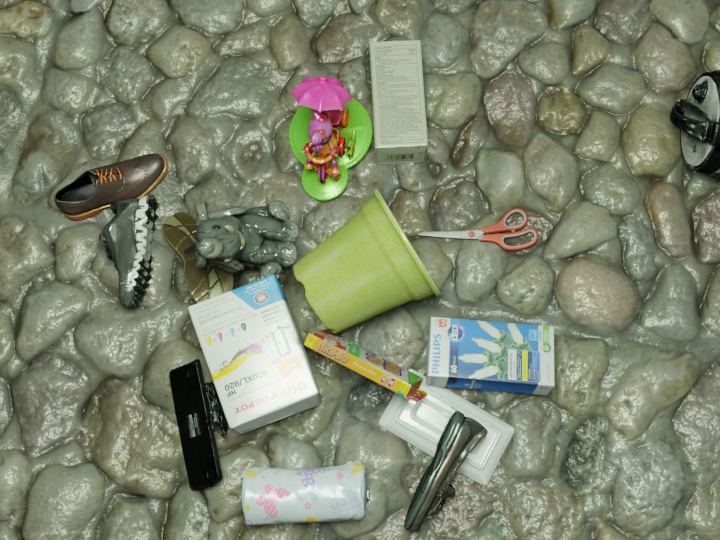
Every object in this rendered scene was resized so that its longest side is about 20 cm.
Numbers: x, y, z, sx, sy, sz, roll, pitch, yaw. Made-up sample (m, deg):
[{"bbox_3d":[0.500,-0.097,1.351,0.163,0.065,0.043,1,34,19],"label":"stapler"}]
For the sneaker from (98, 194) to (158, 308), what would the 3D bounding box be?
[{"bbox_3d":[-0.397,-0.033,1.402,0.090,0.066,0.200,1,72,4],"label":"sneaker"}]

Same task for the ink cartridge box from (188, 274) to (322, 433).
[{"bbox_3d":[-0.161,0.137,1.313,0.147,0.145,0.200,-21,77,-5],"label":"ink cartridge box"}]

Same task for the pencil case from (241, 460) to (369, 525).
[{"bbox_3d":[-0.086,0.345,1.293,0.200,0.083,0.091,-4,72,0],"label":"pencil case"}]

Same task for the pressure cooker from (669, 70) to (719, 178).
[{"bbox_3d":[0.622,-0.246,1.388,0.200,0.176,0.179,3,72,-2],"label":"pressure cooker"}]

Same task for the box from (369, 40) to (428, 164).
[{"bbox_3d":[0.065,-0.294,1.454,0.095,0.078,0.200,-2,76,1],"label":"box"}]

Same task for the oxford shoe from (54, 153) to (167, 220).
[{"bbox_3d":[-0.425,-0.149,1.425,0.200,0.073,0.071,-29,77,-7],"label":"oxford shoe"}]

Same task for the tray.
[{"bbox_3d":[0.140,0.251,1.346,0.200,0.022,0.108,29,77,7],"label":"tray"}]

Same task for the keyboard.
[{"bbox_3d":[-0.249,0.245,1.338,0.104,0.040,0.200,-22,75,35],"label":"keyboard"}]

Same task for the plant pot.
[{"bbox_3d":[0.000,0.000,1.337,0.184,0.200,0.201,-31,77,4],"label":"plant pot"}]

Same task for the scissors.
[{"bbox_3d":[0.203,-0.056,1.426,0.200,0.014,0.073,-13,78,-4],"label":"scissors"}]

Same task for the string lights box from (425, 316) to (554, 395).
[{"bbox_3d":[0.208,0.139,1.349,0.200,0.059,0.103,4,66,1],"label":"string lights box"}]

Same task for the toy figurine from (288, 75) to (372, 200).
[{"bbox_3d":[-0.065,-0.237,1.382,0.150,0.184,0.200,6,79,7],"label":"toy figurine"}]

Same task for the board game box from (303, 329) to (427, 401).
[{"bbox_3d":[0.014,0.149,1.322,0.200,0.096,0.030,28,97,14],"label":"board game box"}]

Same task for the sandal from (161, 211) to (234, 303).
[{"bbox_3d":[-0.271,-0.014,1.405,0.080,0.054,0.200,-29,63,-12],"label":"sandal"}]

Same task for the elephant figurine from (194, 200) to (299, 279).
[{"bbox_3d":[-0.207,-0.054,1.306,0.200,0.155,0.142,-1,62,-41],"label":"elephant figurine"}]

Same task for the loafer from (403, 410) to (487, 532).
[{"bbox_3d":[0.133,0.321,1.293,0.063,0.072,0.200,25,90,2],"label":"loafer"}]
